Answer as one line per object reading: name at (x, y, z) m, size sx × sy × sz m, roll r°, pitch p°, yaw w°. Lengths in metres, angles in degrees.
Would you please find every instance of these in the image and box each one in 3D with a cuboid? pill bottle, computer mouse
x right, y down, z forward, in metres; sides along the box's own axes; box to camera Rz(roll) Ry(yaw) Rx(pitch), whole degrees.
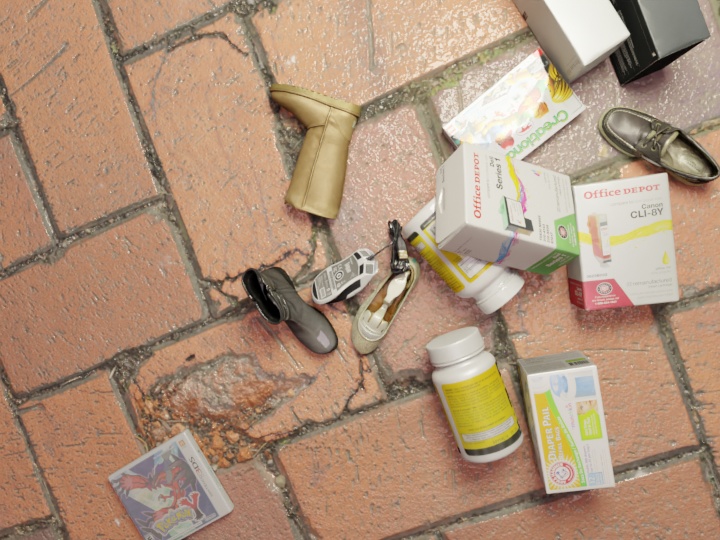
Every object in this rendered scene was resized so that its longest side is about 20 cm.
pill bottle at (0.172, -0.029, 0.852) m, size 0.112 × 0.112 × 0.200 m, roll -42°, pitch 88°, yaw 9°
computer mouse at (0.000, 0.000, 0.905) m, size 0.199 × 0.044 × 0.110 m, roll -31°, pitch 48°, yaw 18°
pill bottle at (0.188, 0.206, 0.868) m, size 0.114 × 0.114 × 0.201 m, roll -20°, pitch 92°, yaw 9°

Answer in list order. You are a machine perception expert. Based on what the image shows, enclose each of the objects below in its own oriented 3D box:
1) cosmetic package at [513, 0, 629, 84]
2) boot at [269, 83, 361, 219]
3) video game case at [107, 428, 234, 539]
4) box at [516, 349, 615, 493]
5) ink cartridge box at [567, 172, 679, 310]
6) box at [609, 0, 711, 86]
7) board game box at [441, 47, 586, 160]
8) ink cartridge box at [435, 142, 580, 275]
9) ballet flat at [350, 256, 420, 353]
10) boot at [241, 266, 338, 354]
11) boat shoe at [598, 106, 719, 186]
cosmetic package at (0.316, -0.407, 0.800) m, size 0.081 × 0.113 × 0.201 m, roll -30°, pitch 88°, yaw 9°
boot at (-0.100, -0.209, 0.901) m, size 0.174 × 0.066 × 0.202 m, roll 18°, pitch 98°, yaw 7°
video game case at (-0.377, 0.440, 1.018) m, size 0.199 × 0.023 × 0.183 m, roll -31°, pitch 90°, yaw 10°
box at (0.338, 0.249, 0.856) m, size 0.112 × 0.101 × 0.202 m, roll -11°, pitch 93°, yaw 9°
ink cartridge box at (0.413, -0.046, 0.829) m, size 0.144 × 0.083 × 0.202 m, roll -7°, pitch 93°, yaw 8°
box at (0.417, -0.404, 0.769) m, size 0.078 × 0.141 × 0.201 m, roll -21°, pitch 92°, yaw 10°
board game box at (0.253, -0.252, 0.860) m, size 0.200 × 0.035 × 0.127 m, roll -39°, pitch 89°, yaw 10°
ink cartridge box at (0.221, -0.091, 0.784) m, size 0.198 × 0.084 × 0.146 m, roll 13°, pitch 63°, yaw -17°
ballet flat at (0.038, 0.062, 0.905) m, size 0.067 × 0.062 × 0.201 m, roll 30°, pitch 99°, yaw 5°
boot at (-0.126, 0.080, 0.895) m, size 0.070 × 0.132 × 0.200 m, roll -44°, pitch 88°, yaw 9°
boat shoe at (0.479, -0.204, 0.815) m, size 0.199 × 0.065 × 0.074 m, roll 29°, pitch 100°, yaw 6°
